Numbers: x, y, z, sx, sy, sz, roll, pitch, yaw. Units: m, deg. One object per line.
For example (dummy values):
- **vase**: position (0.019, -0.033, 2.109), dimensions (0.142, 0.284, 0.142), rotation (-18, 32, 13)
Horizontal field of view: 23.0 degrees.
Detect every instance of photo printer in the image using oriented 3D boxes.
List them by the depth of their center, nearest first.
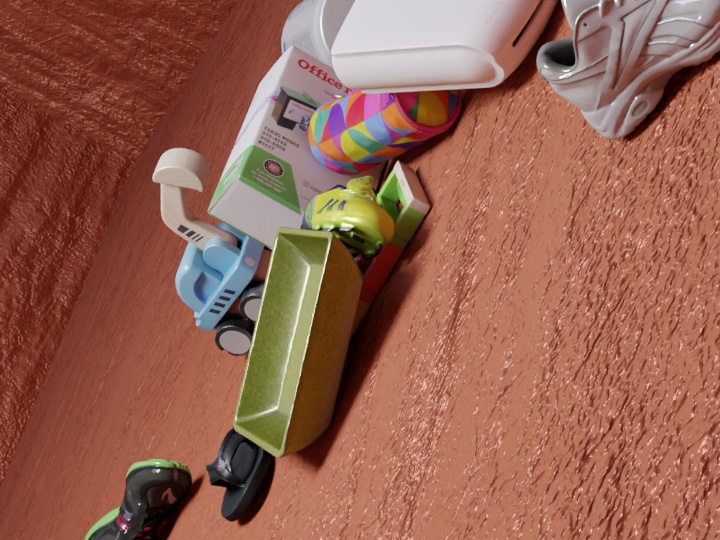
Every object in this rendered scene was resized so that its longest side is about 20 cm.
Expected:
- **photo printer**: position (0.086, -0.237, 1.592), dimensions (0.200, 0.069, 0.167), rotation (3, 56, 43)

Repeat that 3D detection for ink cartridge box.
- **ink cartridge box**: position (-0.055, -0.117, 1.858), dimensions (0.084, 0.145, 0.200), rotation (-45, 21, 49)

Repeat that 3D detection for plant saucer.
- **plant saucer**: position (-0.053, 0.065, 1.613), dimensions (0.200, 0.048, 0.200), rotation (-170, 93, -74)

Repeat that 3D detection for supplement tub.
- **supplement tub**: position (-0.009, -0.267, 2.022), dimensions (0.132, 0.132, 0.200), rotation (-63, 14, -6)

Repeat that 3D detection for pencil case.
- **pencil case**: position (0.020, -0.154, 1.743), dimensions (0.200, 0.088, 0.089), rotation (-16, 46, 59)

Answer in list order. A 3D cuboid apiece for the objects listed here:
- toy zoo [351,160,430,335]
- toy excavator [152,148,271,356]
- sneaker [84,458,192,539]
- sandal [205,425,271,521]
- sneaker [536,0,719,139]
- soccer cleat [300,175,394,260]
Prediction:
- **toy zoo**: position (0.000, 0.000, 1.688), dimensions (0.200, 0.020, 0.131), rotation (-59, 14, 13)
- **toy excavator**: position (-0.168, -0.024, 1.975), dimensions (0.195, 0.200, 0.100), rotation (-51, 18, 40)
- **sneaker**: position (-0.240, 0.281, 1.951), dimensions (0.200, 0.077, 0.084), rotation (-56, 31, 34)
- **sandal**: position (-0.125, 0.182, 1.729), dimensions (0.075, 0.048, 0.200), rotation (-58, 13, 14)
- **sneaker**: position (0.185, -0.172, 1.167), dimensions (0.200, 0.099, 0.078), rotation (-50, 17, 40)
- **soccer cleat**: position (-0.009, -0.056, 1.650), dimensions (0.084, 0.065, 0.200), rotation (-61, 13, -8)
